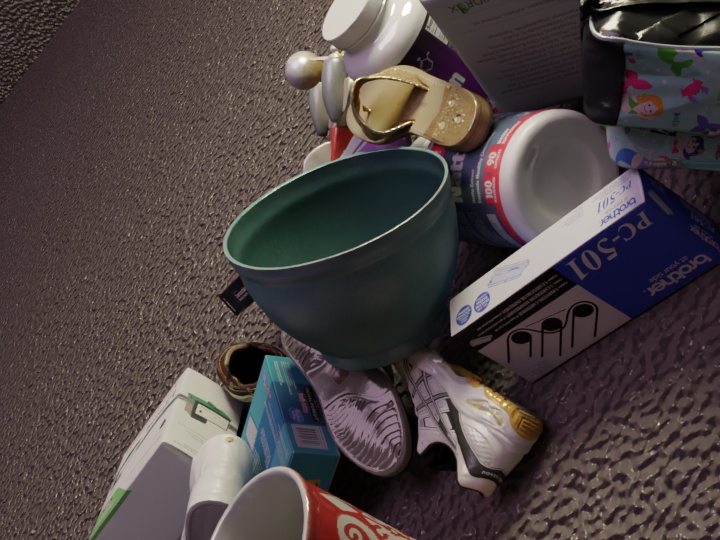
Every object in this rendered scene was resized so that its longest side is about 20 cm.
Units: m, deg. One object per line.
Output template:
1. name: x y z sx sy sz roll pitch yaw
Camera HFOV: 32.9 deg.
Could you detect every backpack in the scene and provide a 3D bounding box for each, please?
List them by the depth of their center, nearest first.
1. backpack: 0.261 -0.160 0.877 0.200 0.151 0.178 -2 39 12

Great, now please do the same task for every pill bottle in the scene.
1. pill bottle: 0.122 -0.081 1.089 0.200 0.120 0.120 8 71 61
2. pill bottle: 0.063 -0.209 1.219 0.112 0.200 0.113 -40 34 34

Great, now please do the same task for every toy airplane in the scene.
1. toy airplane: -0.027 -0.200 1.418 0.199 0.141 0.200 -74 11 -45

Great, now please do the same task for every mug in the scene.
1. mug: 0.005 0.250 0.882 0.134 0.200 0.178 -58 29 2

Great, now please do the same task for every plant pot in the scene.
1. plant pot: 0.000 0.000 1.046 0.200 0.134 0.200 -18 25 9

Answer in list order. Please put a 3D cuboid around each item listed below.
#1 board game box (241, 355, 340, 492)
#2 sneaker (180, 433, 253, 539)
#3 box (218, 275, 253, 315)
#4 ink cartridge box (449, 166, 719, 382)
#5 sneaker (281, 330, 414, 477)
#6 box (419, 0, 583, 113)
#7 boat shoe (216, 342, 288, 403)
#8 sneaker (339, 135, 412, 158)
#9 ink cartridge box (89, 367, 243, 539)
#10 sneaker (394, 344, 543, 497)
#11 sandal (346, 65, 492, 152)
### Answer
1. board game box: -0.082 0.206 1.159 0.151 0.047 0.200 -114 37 -57
2. sneaker: -0.136 0.247 1.144 0.116 0.074 0.200 -85 10 -56
3. box: -0.072 -0.028 1.290 0.143 0.036 0.200 -45 2 -23
4. ink cartridge box: 0.171 0.008 0.951 0.200 0.094 0.044 -39 34 34
5. sneaker: 0.012 0.116 1.128 0.075 0.106 0.200 -44 50 12
6. box: 0.184 -0.276 1.068 0.200 0.171 0.199 -11 52 30
7. boat shoe: -0.115 0.104 1.340 0.075 0.075 0.202 -52 28 -15
8. sneaker: 0.023 -0.077 1.300 0.073 0.114 0.200 -27 -9 -15
9. ink cartridge box: -0.206 0.214 1.325 0.146 0.084 0.200 -53 11 13
10. sneaker: 0.068 0.121 1.033 0.088 0.076 0.200 -59 27 2
11. sandal: 0.026 -0.152 1.081 0.212 0.070 0.078 22 93 55
